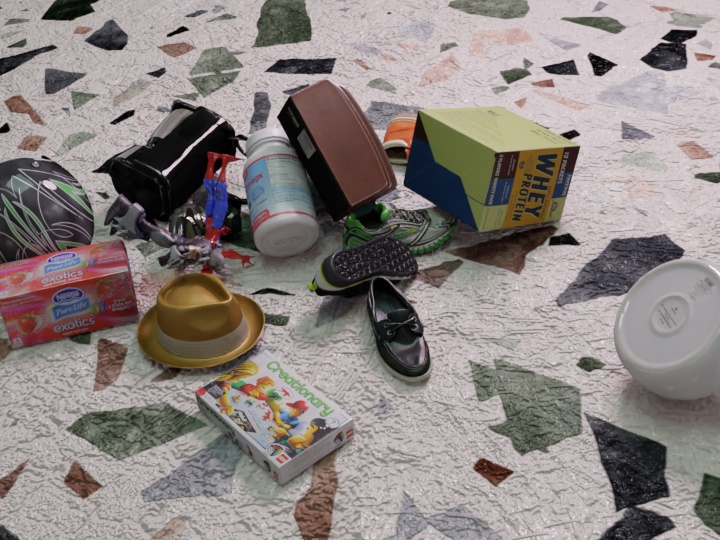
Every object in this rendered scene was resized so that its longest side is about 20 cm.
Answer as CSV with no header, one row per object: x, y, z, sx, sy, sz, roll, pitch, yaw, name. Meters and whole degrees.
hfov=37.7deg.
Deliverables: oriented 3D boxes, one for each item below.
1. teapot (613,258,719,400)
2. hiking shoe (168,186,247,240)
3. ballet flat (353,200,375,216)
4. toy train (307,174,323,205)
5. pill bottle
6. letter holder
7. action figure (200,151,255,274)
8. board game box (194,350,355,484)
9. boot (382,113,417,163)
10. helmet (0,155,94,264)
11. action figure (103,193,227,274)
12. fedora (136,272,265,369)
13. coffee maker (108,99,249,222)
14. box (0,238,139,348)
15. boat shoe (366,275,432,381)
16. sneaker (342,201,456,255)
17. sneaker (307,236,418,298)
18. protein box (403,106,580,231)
0.442,0.091,1.402,0.196,0.146,0.203,-6,57,46,teapot
-0.254,-0.081,1.776,0.099,0.077,0.201,2,36,16,hiking shoe
-0.043,-0.169,1.787,0.201,0.073,0.073,52,51,-1,ballet flat
-0.089,-0.162,1.868,0.196,0.086,0.115,-10,45,-6,toy train
-0.137,-0.132,1.749,0.107,0.109,0.203,-10,59,-7,pill bottle
-0.021,-0.208,1.712,0.141,0.202,0.100,-28,-2,-20,letter holder
-0.217,-0.082,1.713,0.065,0.204,0.098,14,4,43,action figure
-0.117,0.192,1.418,0.125,0.035,0.199,-29,42,-30,board game box
0.131,-0.234,1.948,0.197,0.076,0.108,4,39,27,boot
-0.525,-0.085,1.698,0.196,0.204,0.191,-11,12,-8,helmet
-0.291,-0.043,1.615,0.198,0.070,0.130,26,1,3,action figure
-0.241,0.062,1.571,0.197,0.083,0.202,-3,37,2,fedora
-0.317,-0.195,1.877,0.189,0.136,0.201,5,41,32,coffee maker
-0.449,0.033,1.627,0.197,0.096,0.103,-12,35,-10,box
0.053,0.077,1.528,0.073,0.067,0.200,-9,36,-7,boat shoe
0.066,-0.071,1.715,0.197,0.086,0.078,-15,37,-14,sneaker
0.000,0.000,1.636,0.198,0.083,0.073,-6,65,-40,sneaker
0.215,-0.173,1.748,0.198,0.137,0.198,-9,31,-38,protein box
